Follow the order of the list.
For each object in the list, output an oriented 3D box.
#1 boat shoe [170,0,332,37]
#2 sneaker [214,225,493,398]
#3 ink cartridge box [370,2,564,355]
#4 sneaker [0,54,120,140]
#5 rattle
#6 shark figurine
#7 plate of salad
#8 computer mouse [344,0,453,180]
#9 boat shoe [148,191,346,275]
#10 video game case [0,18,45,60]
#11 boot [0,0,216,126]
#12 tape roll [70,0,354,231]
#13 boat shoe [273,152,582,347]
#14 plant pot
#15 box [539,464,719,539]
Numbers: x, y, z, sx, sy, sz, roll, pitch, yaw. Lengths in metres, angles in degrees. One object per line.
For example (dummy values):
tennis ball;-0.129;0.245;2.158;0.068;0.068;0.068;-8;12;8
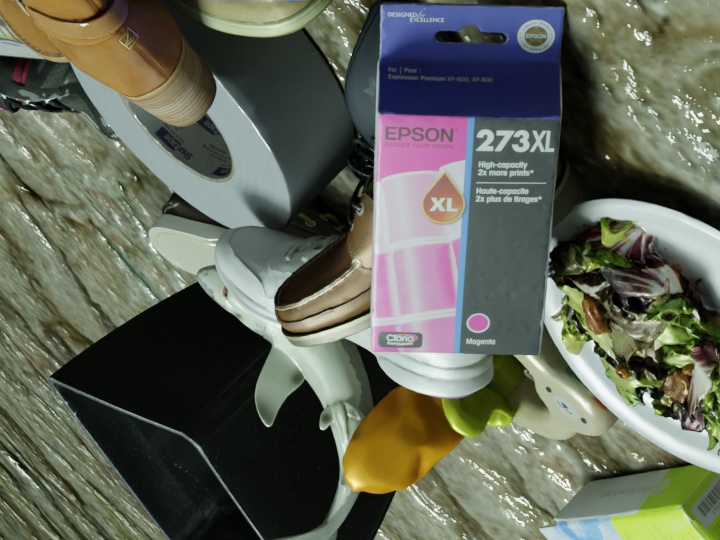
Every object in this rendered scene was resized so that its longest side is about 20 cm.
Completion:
boat shoe;-0.096;-0.198;1.175;0.200;0.073;0.063;39;164;32
sneaker;0.000;0.000;1.276;0.199;0.075;0.100;22;125;25
ink cartridge box;0.054;-0.043;1.087;0.094;0.037;0.202;1;124;0
sneaker;-0.234;-0.136;1.508;0.199;0.084;0.077;30;155;32
rattle;0.087;0.087;1.283;0.199;0.142;0.131;25;137;51
shark figurine;-0.018;0.086;1.395;0.089;0.127;0.217;-25;-79;-76
plate of salad;0.172;0.046;1.143;0.199;0.048;0.201;30;148;22
computer mouse;0.043;-0.061;1.206;0.140;0.046;0.200;39;158;14
boat shoe;-0.044;-0.015;1.413;0.198;0.060;0.072;17;151;20
video game case;-0.268;-0.200;1.398;0.198;0.026;0.181;8;156;25
boot;-0.178;-0.164;1.174;0.200;0.077;0.155;45;-179;33
tape roll;-0.099;-0.117;1.331;0.200;0.066;0.201;37;158;18
boat shoe;0.024;-0.029;1.163;0.199;0.072;0.068;-31;119;21
plant pot;-0.073;0.107;1.540;0.199;0.177;0.200;16;146;51
box;0.209;0.190;1.367;0.122;0.048;0.200;48;158;-8
